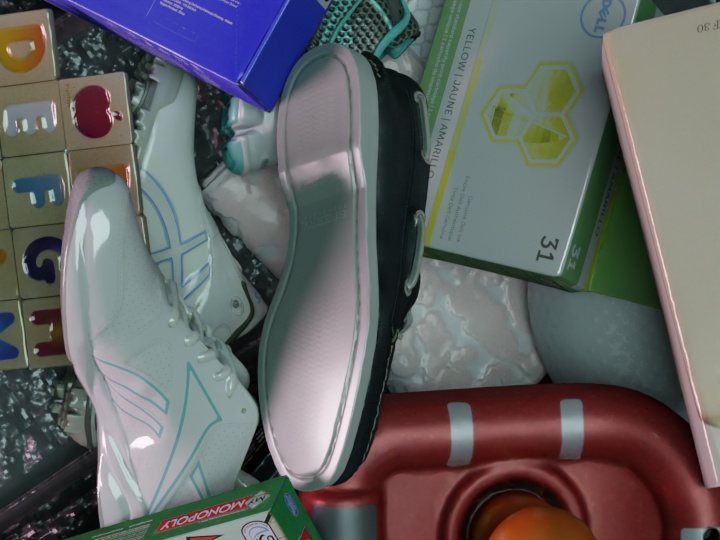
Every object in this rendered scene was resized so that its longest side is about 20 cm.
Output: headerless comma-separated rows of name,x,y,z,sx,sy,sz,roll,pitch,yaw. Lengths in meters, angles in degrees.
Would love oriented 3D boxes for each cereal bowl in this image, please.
cereal bowl,0.191,0.008,0.907,0.199,0.083,0.201,-5,104,-19

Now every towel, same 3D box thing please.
towel,0.050,-0.037,0.926,0.200,0.032,0.191,45,83,-8

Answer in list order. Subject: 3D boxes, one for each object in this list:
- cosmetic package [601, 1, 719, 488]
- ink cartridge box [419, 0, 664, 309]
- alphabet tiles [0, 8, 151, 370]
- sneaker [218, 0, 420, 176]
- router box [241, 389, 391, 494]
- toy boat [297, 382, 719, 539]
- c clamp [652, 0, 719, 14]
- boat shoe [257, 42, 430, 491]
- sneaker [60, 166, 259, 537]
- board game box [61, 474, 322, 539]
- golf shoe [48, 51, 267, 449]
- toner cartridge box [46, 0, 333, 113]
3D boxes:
cosmetic package,0.176,-0.014,0.775,0.103,0.073,0.201,-15,80,6
ink cartridge box,0.120,-0.060,0.845,0.199,0.048,0.146,14,85,31
alphabet tiles,-0.198,-0.033,0.847,0.199,0.006,0.167,-6,93,14
sneaker,-0.013,-0.138,0.881,0.091,0.078,0.201,10,81,-9
router box,-0.019,0.162,0.891,0.150,0.062,0.200,40,89,-11
toy boat,0.075,0.122,0.802,0.199,0.131,0.131,-3,97,-8
c clamp,0.201,-0.220,0.958,0.199,0.027,0.171,-20,100,-12
boat shoe,0.000,0.000,0.798,0.060,0.075,0.201,13,80,-43
sneaker,-0.088,0.043,0.801,0.080,0.070,0.201,-7,119,1
board game box,-0.091,0.177,0.813,0.199,0.029,0.135,-19,112,24
golf shoe,-0.091,-0.007,0.883,0.097,0.078,0.201,8,99,-17
toner cartridge box,-0.106,-0.160,0.837,0.200,0.043,0.095,29,86,21
